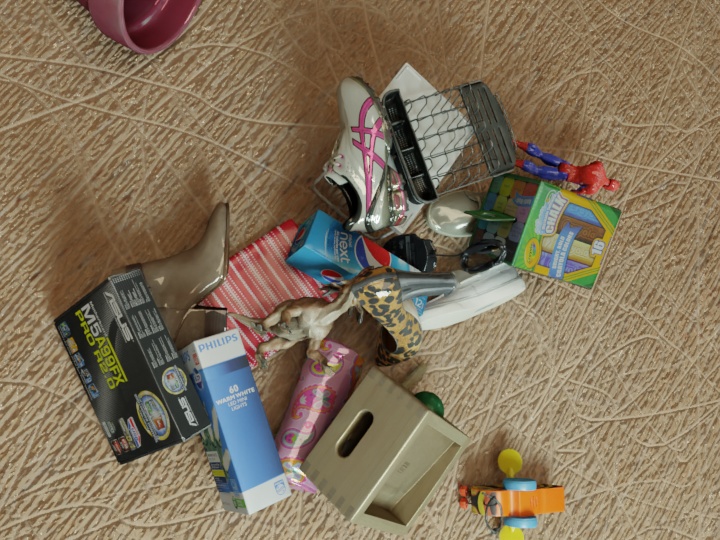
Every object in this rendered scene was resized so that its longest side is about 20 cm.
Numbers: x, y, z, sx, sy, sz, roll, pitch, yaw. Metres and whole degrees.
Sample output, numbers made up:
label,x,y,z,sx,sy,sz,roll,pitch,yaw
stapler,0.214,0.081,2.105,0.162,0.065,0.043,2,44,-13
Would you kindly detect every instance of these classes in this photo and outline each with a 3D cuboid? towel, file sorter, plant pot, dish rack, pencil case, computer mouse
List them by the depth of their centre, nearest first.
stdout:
label,x,y,z,sx,sy,sz,roll,pitch,yaw
plant pot,-0.320,-0.415,0.879,0.178,0.200,0.201,30,72,5
pencil case,-0.064,0.192,0.904,0.087,0.087,0.202,26,74,-12
dish rack,0.127,-0.182,0.916,0.198,0.054,0.155,-20,90,-21
towel,-0.133,0.035,0.940,0.199,0.022,0.145,-36,92,-20
computer mouse,0.116,-0.024,0.962,0.034,0.198,0.059,-7,97,-56
file sorter,0.042,-0.161,0.978,0.138,0.124,0.201,39,71,-9

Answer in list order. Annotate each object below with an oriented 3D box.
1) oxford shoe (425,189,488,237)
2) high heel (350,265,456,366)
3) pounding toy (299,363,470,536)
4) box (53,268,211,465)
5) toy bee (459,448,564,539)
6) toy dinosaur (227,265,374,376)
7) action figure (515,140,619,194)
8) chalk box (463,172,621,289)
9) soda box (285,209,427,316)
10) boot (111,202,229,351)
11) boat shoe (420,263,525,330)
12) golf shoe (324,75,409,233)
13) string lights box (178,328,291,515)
label,x,y,z,sx,sy,sz,roll,pitch,yaw
oxford shoe,0.196,-0.094,1.054,0.198,0.058,0.076,-3,83,-18
high heel,0.020,0.066,0.866,0.141,0.201,0.072,0,50,-30
pounding toy,0.041,0.212,0.885,0.201,0.142,0.184,-53,143,-5
box,-0.276,0.119,0.804,0.044,0.159,0.202,-24,89,-50
toy bee,0.202,0.322,0.970,0.199,0.108,0.132,37,60,-35
toy dinosaur,-0.071,0.060,0.886,0.136,0.198,0.086,-55,132,-46
action figure,0.320,-0.157,1.110,0.198,0.099,0.066,17,77,8
chalk box,0.248,-0.066,0.979,0.198,0.125,0.125,15,99,-26
soda box,0.000,0.000,0.948,0.199,0.068,0.065,30,59,-18
boot,-0.243,0.008,0.868,0.144,0.070,0.203,2,82,-10
boat shoe,0.158,0.031,1.015,0.198,0.072,0.069,-20,72,-18
golf shoe,-0.004,-0.148,0.856,0.091,0.073,0.202,-14,87,-19
string lights box,-0.155,0.179,0.804,0.058,0.103,0.202,-17,84,-31
